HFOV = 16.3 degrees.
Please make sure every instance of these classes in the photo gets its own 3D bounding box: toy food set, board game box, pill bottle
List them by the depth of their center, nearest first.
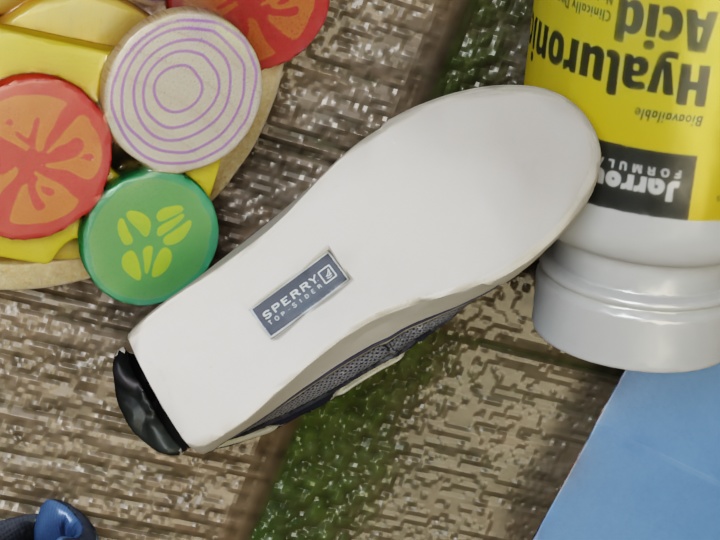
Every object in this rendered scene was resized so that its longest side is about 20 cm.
[{"bbox_3d":[-0.111,-0.084,0.897,0.197,0.049,0.201,10,106,-26],"label":"toy food set"},{"bbox_3d":[0.117,-0.068,0.962,0.111,0.111,0.201,-3,112,-21],"label":"pill bottle"},{"bbox_3d":[0.157,0.090,1.088,0.157,0.039,0.201,25,97,-22],"label":"board game box"}]

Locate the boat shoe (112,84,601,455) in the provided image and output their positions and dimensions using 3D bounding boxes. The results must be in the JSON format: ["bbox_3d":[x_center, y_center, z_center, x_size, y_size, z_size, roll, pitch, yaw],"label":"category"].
[{"bbox_3d":[0.000,0.000,0.947,0.199,0.093,0.075,-30,83,1],"label":"boat shoe"}]

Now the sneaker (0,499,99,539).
[{"bbox_3d":[-0.115,0.140,0.973,0.199,0.077,0.085,29,94,-30],"label":"sneaker"}]
